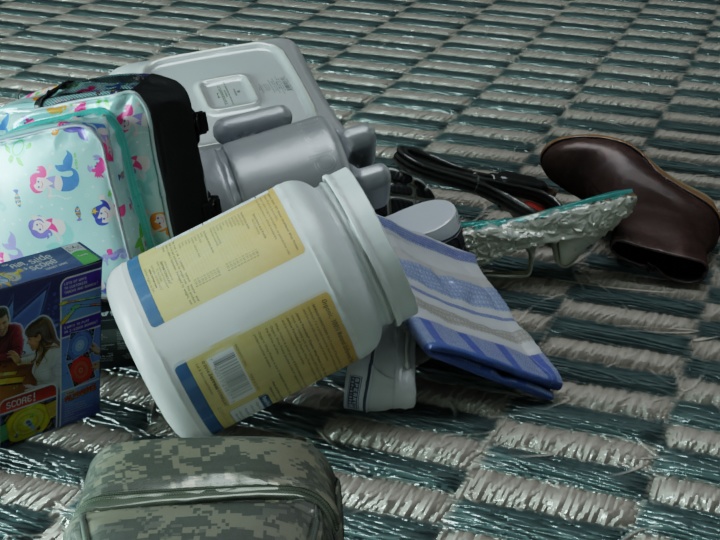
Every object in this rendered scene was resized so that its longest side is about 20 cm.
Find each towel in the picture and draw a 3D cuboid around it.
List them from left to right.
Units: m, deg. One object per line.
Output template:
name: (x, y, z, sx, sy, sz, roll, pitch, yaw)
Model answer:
towel: (0.074, 0.024, 1.216, 0.146, 0.024, 0.200, 21, 23, -32)

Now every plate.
plate: (-0.126, -0.158, 1.410, 0.199, 0.032, 0.200, -13, 45, -16)

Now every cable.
cable: (0.126, -0.074, 1.501, 0.199, 0.051, 0.097, 9, 30, -21)

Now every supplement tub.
supplement tub: (-0.072, 0.022, 1.096, 0.199, 0.145, 0.145, -26, 26, -4)

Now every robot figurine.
robot figurine: (-0.074, -0.066, 1.294, 0.199, 0.113, 0.171, -18, 68, -7)

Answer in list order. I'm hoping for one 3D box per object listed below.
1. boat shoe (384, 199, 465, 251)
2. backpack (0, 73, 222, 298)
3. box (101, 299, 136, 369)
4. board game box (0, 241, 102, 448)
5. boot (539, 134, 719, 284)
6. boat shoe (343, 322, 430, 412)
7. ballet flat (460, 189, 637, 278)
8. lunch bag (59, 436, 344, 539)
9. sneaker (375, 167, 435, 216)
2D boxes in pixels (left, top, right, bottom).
boat shoe: (0.000, 0.000, 1.338, 0.199, 0.068, 0.072, -20, 32, -4)
backpack: (-0.235, -0.061, 1.198, 0.199, 0.179, 0.151, -1, 18, 26)
box: (-0.281, 0.037, 1.252, 0.198, 0.046, 0.159, -4, 22, -15)
board game box: (-0.277, 0.068, 1.058, 0.199, 0.136, 0.034, -17, 35, -39)
boot: (0.261, -0.064, 1.467, 0.199, 0.073, 0.166, 21, 28, 9)
boat shoe: (0.031, 0.055, 1.212, 0.065, 0.074, 0.200, 8, 33, 5)
ballet flat: (0.165, -0.029, 1.397, 0.198, 0.072, 0.072, -11, 23, -2)
lunch bag: (-0.073, 0.193, 0.690, 0.138, 0.201, 0.168, 0, 21, -3)
sneaker: (-0.021, -0.075, 1.509, 0.198, 0.078, 0.080, 3, 14, 4)
